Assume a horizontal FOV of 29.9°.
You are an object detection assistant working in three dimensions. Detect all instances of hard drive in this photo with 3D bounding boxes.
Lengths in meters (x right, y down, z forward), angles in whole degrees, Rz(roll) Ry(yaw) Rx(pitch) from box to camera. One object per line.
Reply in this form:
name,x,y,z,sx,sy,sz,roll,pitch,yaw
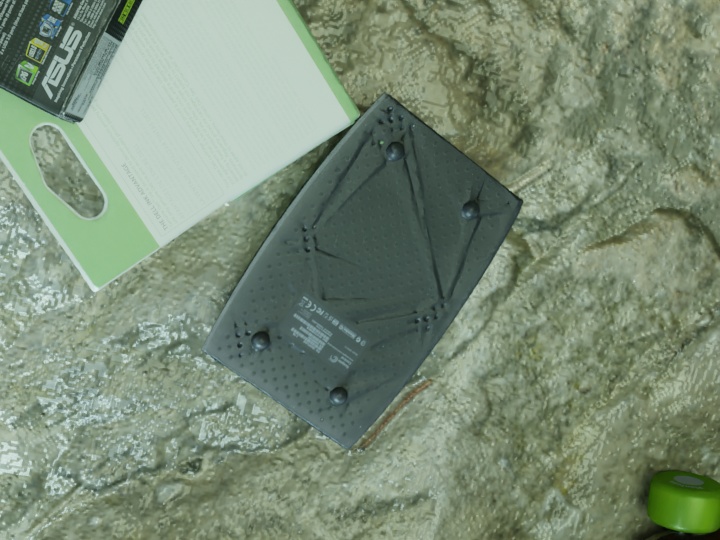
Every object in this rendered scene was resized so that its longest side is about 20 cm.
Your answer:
hard drive,0.000,0.000,0.880,0.135,0.042,0.201,36,90,-17

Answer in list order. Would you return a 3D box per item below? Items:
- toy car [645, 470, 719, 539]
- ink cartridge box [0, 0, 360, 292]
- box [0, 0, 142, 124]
toy car,0.280,0.244,0.908,0.156,0.200,0.166,3,98,-14
ink cartridge box,-0.120,-0.103,0.832,0.199,0.048,0.146,-34,105,-3
box,-0.203,-0.215,0.765,0.192,0.048,0.201,27,92,4
